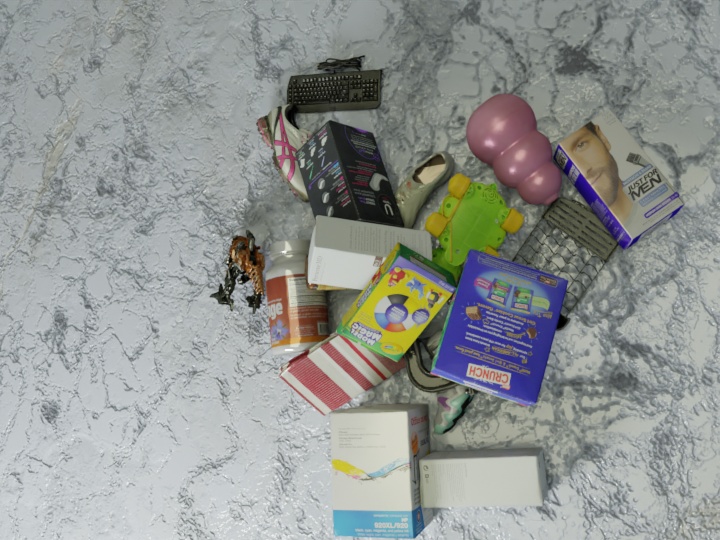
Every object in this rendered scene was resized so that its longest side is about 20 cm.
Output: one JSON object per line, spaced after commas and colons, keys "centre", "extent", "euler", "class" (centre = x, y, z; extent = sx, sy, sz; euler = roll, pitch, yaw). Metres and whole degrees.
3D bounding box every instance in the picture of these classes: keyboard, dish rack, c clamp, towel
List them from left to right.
{"centre": [-0.056, -0.363, 1.438], "extent": [0.195, 0.040, 0.107], "euler": [0, 85, 18], "class": "keyboard"}
{"centre": [-0.031, 0.172, 1.327], "extent": [0.198, 0.144, 0.023], "euler": [-33, 32, 17], "class": "towel"}
{"centre": [0.149, 0.119, 1.254], "extent": [0.168, 0.027, 0.204], "euler": [-21, 73, 15], "class": "c clamp"}
{"centre": [0.334, -0.019, 1.255], "extent": [0.153, 0.054, 0.202], "euler": [37, 96, 18], "class": "dish rack"}

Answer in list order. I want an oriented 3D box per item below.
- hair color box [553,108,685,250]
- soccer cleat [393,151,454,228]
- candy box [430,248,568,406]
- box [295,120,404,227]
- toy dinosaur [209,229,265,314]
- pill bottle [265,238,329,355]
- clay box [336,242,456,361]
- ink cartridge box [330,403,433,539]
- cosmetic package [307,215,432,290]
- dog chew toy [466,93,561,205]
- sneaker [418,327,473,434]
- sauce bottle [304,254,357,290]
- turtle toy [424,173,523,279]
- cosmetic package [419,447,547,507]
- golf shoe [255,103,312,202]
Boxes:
{"centre": [0.421, -0.150, 1.223], "extent": [0.108, 0.065, 0.202], "euler": [-33, 73, -2], "class": "hair color box"}
{"centre": [0.091, -0.136, 1.340], "extent": [0.069, 0.077, 0.201], "euler": [43, 99, 18], "class": "soccer cleat"}
{"centre": [0.218, 0.092, 1.179], "extent": [0.166, 0.077, 0.204], "euler": [18, 77, 7], "class": "candy box"}
{"centre": [-0.021, -0.146, 1.330], "extent": [0.106, 0.121, 0.204], "euler": [-35, 63, 37], "class": "box"}
{"centre": [-0.220, 0.000, 1.395], "extent": [0.100, 0.200, 0.138], "euler": [15, 105, -7], "class": "toy dinosaur"}
{"centre": [-0.118, 0.050, 1.374], "extent": [0.110, 0.112, 0.205], "euler": [-9, 80, 18], "class": "pill bottle"}
{"centre": [0.054, 0.064, 1.213], "extent": [0.113, 0.048, 0.201], "euler": [27, 117, -16], "class": "clay box"}
{"centre": [0.038, 0.335, 1.269], "extent": [0.141, 0.147, 0.205], "euler": [-5, 83, 18], "class": "ink cartridge box"}
{"centre": [0.014, -0.022, 1.242], "extent": [0.195, 0.103, 0.075], "euler": [6, 53, -8], "class": "cosmetic package"}
{"centre": [0.269, -0.199, 1.268], "extent": [0.124, 0.124, 0.202], "euler": [-36, 82, 12], "class": "dog chew toy"}
{"centre": [0.141, 0.168, 1.295], "extent": [0.138, 0.078, 0.203], "euler": [27, 84, 21], "class": "sneaker"}
{"centre": [0.000, 0.000, 1.323], "extent": [0.195, 0.066, 0.068], "euler": [-3, 82, -12], "class": "sauce bottle"}
{"centre": [0.178, -0.063, 1.286], "extent": [0.144, 0.101, 0.202], "euler": [32, 93, -4], "class": "turtle toy"}
{"centre": [0.205, 0.341, 1.230], "extent": [0.196, 0.113, 0.083], "euler": [-6, 83, 21], "class": "cosmetic package"}
{"centre": [-0.127, -0.229, 1.430], "extent": [0.091, 0.072, 0.203], "euler": [-29, 75, 12], "class": "golf shoe"}
